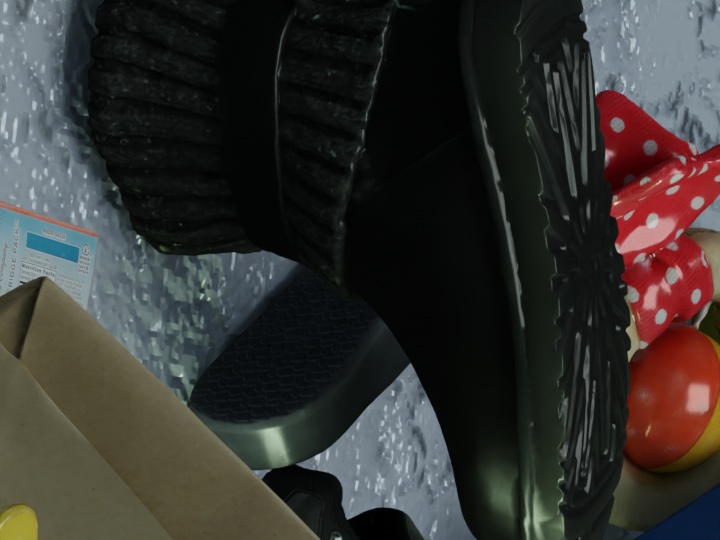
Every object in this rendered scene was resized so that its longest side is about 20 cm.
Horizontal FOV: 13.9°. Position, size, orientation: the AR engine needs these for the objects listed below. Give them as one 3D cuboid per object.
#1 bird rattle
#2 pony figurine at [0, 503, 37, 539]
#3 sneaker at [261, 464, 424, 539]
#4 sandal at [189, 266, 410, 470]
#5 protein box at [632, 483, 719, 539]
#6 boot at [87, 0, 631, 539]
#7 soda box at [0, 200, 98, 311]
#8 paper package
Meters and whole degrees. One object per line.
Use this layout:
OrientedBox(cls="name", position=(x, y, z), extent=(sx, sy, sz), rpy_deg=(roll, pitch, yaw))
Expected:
OrientedBox(cls="bird rattle", position=(0.136, 0.030, 1.215), extent=(0.200, 0.112, 0.164), rpy_deg=(22, 91, -52))
OrientedBox(cls="pony figurine", position=(-0.184, 0.105, 0.691), extent=(0.166, 0.199, 0.194), rpy_deg=(-22, 127, -60))
OrientedBox(cls="sneaker", position=(0.008, 0.136, 1.057), extent=(0.200, 0.066, 0.091), rpy_deg=(49, 56, -43))
OrientedBox(cls="sandal", position=(0.013, 0.012, 1.052), extent=(0.200, 0.076, 0.043), rpy_deg=(-41, 125, -34))
OrientedBox(cls="protein box", position=(0.166, 0.199, 1.178), extent=(0.198, 0.135, 0.201), rpy_deg=(-23, 136, -53))
OrientedBox(cls="boot", position=(0.001, -0.001, 0.952), extent=(0.079, 0.157, 0.212), rpy_deg=(-29, 115, -64))
OrientedBox(cls="soda box", position=(-0.158, -0.001, 0.793), extent=(0.200, 0.068, 0.064), rpy_deg=(20, 76, -56))
OrientedBox(cls="paper package", position=(-0.068, 0.138, 0.780), extent=(0.103, 0.191, 0.201), rpy_deg=(-26, 137, -26))
